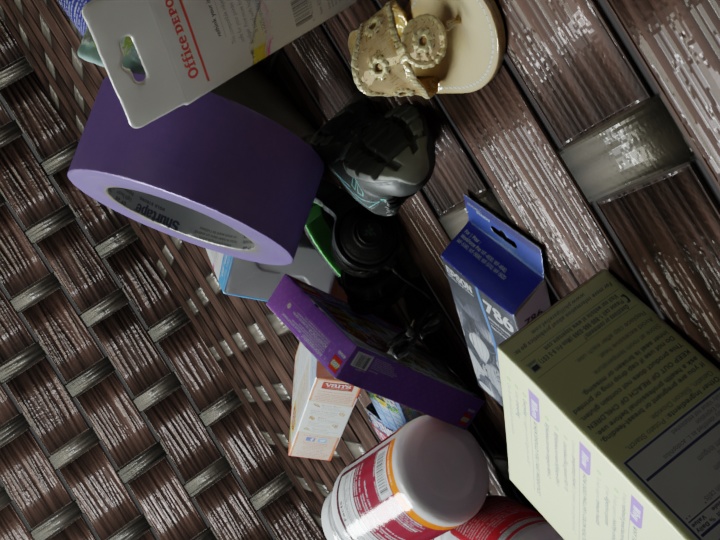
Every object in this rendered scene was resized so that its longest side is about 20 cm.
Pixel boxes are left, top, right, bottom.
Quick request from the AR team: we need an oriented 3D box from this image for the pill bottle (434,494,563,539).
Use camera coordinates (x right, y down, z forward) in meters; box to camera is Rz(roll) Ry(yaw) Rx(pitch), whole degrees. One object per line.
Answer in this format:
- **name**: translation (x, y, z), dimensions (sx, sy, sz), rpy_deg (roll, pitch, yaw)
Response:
- **pill bottle**: translation (0.150, 0.294, 1.136), dimensions (0.113, 0.111, 0.200), rpy_deg (60, 165, -12)

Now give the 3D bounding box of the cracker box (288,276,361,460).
- **cracker box**: translation (-0.038, 0.111, 1.266), dimensions (0.201, 0.057, 0.136), rpy_deg (109, 166, -56)

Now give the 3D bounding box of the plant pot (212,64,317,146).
- **plant pot**: translation (-0.135, -0.126, 1.113), dimensions (0.172, 0.201, 0.201), rpy_deg (31, 156, 20)

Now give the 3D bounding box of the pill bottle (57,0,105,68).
- **pill bottle**: translation (-0.283, -0.315, 1.284), dimensions (0.201, 0.115, 0.116), rpy_deg (52, 164, 17)

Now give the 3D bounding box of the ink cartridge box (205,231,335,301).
- **ink cartridge box**: translation (-0.103, -0.028, 1.229), dimensions (0.200, 0.113, 0.069), rpy_deg (-129, 52, -67)

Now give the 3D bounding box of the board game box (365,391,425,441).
- **board game box**: translation (0.063, 0.187, 1.297), dimensions (0.202, 0.061, 0.199), rpy_deg (64, 164, -19)

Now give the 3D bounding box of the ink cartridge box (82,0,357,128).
- **ink cartridge box**: translation (-0.106, -0.202, 0.788), dimensions (0.067, 0.199, 0.117), rpy_deg (44, 160, 36)

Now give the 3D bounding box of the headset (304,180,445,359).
- **headset**: translation (0.000, 0.000, 1.059), dimensions (0.199, 0.094, 0.124), rpy_deg (39, 158, 32)

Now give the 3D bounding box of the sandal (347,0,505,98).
- **sandal**: translation (0.022, -0.139, 0.758), dimensions (0.078, 0.069, 0.211), rpy_deg (61, 165, -14)

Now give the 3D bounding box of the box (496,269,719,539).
- **box**: translation (0.190, 0.135, 0.727), dimensions (0.200, 0.096, 0.177), rpy_deg (47, 162, 36)

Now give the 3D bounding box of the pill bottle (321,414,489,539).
- **pill bottle**: translation (0.039, 0.237, 1.176), dimensions (0.114, 0.112, 0.200), rpy_deg (55, 141, 7)

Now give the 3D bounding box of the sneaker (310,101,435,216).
- **sneaker**: translation (0.023, -0.085, 0.892), dimensions (0.080, 0.075, 0.200), rpy_deg (52, 176, -21)

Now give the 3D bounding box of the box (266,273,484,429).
- **box**: translation (0.016, 0.081, 1.090), dimensions (0.199, 0.039, 0.137), rpy_deg (27, -170, -43)

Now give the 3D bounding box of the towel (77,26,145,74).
- **towel**: translation (-0.174, -0.244, 0.983), dimensions (0.048, 0.173, 0.199), rpy_deg (32, 180, -33)

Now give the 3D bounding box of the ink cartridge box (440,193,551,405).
- **ink cartridge box**: translation (0.116, 0.043, 0.889), dimensions (0.099, 0.039, 0.202), rpy_deg (42, 158, 47)

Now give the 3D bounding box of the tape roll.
- **tape roll**: translation (-0.135, -0.080, 0.928), dimensions (0.197, 0.086, 0.200), rpy_deg (18, 170, 3)
